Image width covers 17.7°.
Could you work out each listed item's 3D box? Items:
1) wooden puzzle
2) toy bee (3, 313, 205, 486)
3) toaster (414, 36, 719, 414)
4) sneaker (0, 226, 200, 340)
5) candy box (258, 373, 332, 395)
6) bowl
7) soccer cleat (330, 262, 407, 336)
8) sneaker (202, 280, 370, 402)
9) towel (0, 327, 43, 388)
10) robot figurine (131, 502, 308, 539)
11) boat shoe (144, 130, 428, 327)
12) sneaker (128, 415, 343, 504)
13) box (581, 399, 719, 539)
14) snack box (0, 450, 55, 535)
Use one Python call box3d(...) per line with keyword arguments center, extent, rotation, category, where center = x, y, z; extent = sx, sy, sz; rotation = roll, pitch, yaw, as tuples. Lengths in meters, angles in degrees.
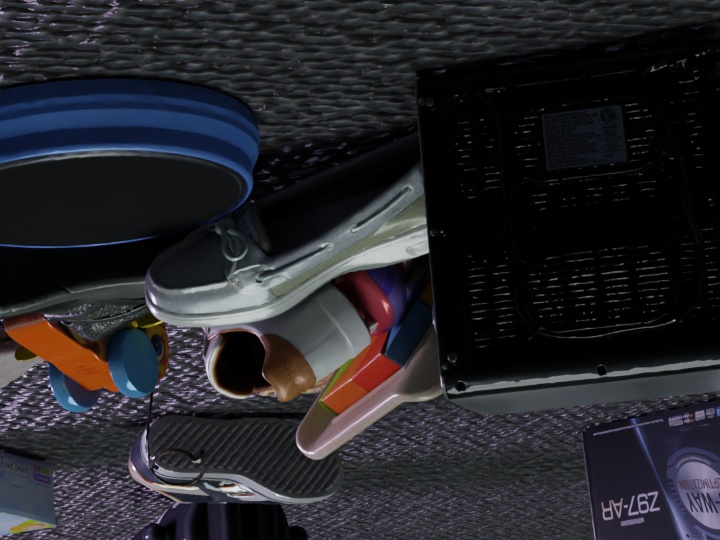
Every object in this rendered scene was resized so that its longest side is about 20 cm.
box3d(center=(0.037, 0.024, 1.464), extent=(0.037, 0.185, 0.200), rotation=(38, 155, -10), category="wooden puzzle")
box3d(center=(-0.177, 0.051, 1.606), extent=(0.130, 0.109, 0.200), rotation=(-1, 141, 9), category="toy bee")
box3d(center=(0.133, -0.023, 1.257), extent=(0.199, 0.182, 0.119), rotation=(-7, 168, 9), category="toaster")
box3d(center=(-0.202, 0.006, 1.427), extent=(0.199, 0.077, 0.114), rotation=(-8, 160, -16), category="sneaker")
box3d(center=(0.028, 0.052, 1.741), extent=(0.199, 0.056, 0.115), rotation=(-2, 165, -14), category="candy box")
box3d(center=(-0.154, -0.055, 1.286), extent=(0.200, 0.040, 0.201), rotation=(-6, 165, -2), category="bowl")
box3d(center=(0.000, 0.000, 1.458), extent=(0.076, 0.067, 0.200), rotation=(-37, -174, -12), category="soccer cleat")
box3d(center=(-0.080, 0.027, 1.424), extent=(0.085, 0.073, 0.200), rotation=(-42, -151, -15), category="sneaker")
box3d(center=(-0.336, 0.093, 1.636), extent=(0.200, 0.032, 0.191), rotation=(-33, 168, 27), category="towel")
box3d(center=(-0.150, 0.286, 2.452), extent=(0.150, 0.125, 0.200), rotation=(40, 153, -7), category="robot figurine")
box3d(center=(-0.035, -0.026, 1.353), extent=(0.201, 0.075, 0.065), rotation=(-17, 130, 4), category="boat shoe")
box3d(center=(-0.118, 0.176, 2.123), extent=(0.199, 0.079, 0.079), rotation=(13, 154, -24), category="sneaker")
box3d(center=(0.326, 0.220, 2.313), extent=(0.199, 0.161, 0.043), rotation=(-14, 163, 32), category="box")
box3d(center=(-0.411, 0.216, 2.170), extent=(0.199, 0.068, 0.169), rotation=(-9, 165, 16), category="snack box")
